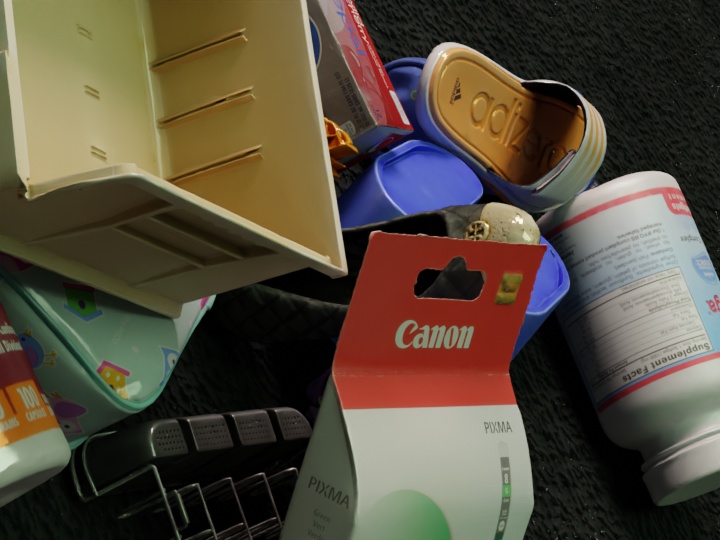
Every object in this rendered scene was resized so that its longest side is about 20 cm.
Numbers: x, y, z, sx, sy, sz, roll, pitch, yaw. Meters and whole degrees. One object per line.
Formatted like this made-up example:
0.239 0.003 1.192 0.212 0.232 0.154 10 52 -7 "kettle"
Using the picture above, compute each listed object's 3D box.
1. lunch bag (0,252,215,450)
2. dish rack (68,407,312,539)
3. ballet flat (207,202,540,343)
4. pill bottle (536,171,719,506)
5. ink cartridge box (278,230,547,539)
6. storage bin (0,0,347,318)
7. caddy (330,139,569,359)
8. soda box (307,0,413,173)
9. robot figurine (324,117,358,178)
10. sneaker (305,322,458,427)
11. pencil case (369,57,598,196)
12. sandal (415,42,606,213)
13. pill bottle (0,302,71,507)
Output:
-0.147 -0.023 1.191 0.160 0.077 0.200 47 32 -17 "lunch bag"
-0.051 0.162 1.201 0.153 0.054 0.201 -2 68 -56 "dish rack"
0.000 0.000 1.274 0.057 0.199 0.067 49 39 -44 "ballet flat"
0.193 0.046 1.602 0.108 0.108 0.201 0 64 -56 "pill bottle"
0.036 0.086 1.177 0.050 0.201 0.160 26 13 32 "ink cartridge box"
-0.104 -0.102 1.094 0.198 0.093 0.202 26 52 -60 "storage bin"
0.034 0.011 1.402 0.141 0.105 0.200 44 19 5 "caddy"
-0.048 -0.152 1.376 0.201 0.070 0.063 66 19 9 "soda box"
-0.086 -0.128 1.279 0.201 0.058 0.145 56 12 15 "robot figurine"
0.000 0.073 1.267 0.080 0.200 0.083 -37 65 -21 "sneaker"
0.079 -0.086 1.581 0.078 0.087 0.199 29 13 33 "pencil case"
0.105 -0.080 1.497 0.206 0.059 0.080 21 86 -55 "sandal"
-0.212 0.015 1.024 0.114 0.114 0.201 -19 80 -59 "pill bottle"
